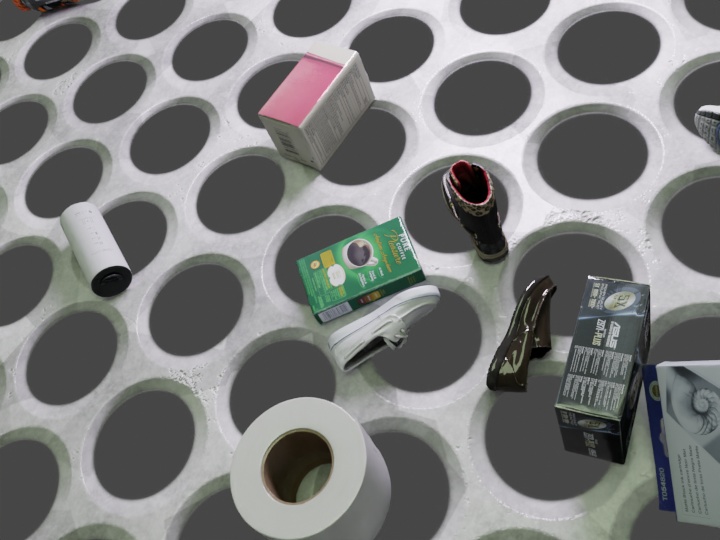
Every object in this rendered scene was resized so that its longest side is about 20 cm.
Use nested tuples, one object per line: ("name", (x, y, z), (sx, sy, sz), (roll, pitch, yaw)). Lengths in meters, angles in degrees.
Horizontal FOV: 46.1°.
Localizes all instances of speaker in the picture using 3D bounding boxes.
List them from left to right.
("speaker", (-0.505, -0.041, 1.614), (0.081, 0.081, 0.200), (-35, 54, -5))

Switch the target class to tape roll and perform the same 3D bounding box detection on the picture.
("tape roll", (-0.068, 0.301, 1.207), (0.202, 0.139, 0.204), (-9, 56, 13))

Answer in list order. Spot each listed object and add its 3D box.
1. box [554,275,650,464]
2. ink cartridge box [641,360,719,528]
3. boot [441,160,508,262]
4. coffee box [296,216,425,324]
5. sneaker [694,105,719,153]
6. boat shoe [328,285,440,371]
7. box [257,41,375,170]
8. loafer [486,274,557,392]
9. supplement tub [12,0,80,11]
("box", (0.336, 0.137, 1.157), (0.086, 0.164, 0.201), (9, 61, 24))
("ink cartridge box", (0.420, 0.210, 1.036), (0.040, 0.200, 0.201), (-4, 84, -29))
("boot", (0.177, -0.126, 1.389), (0.073, 0.151, 0.201), (-22, 54, 4))
("coffee box", (0.000, 0.000, 1.435), (0.199, 0.044, 0.123), (-24, 54, 3))
("sneaker", (0.638, -0.225, 1.354), (0.199, 0.075, 0.087), (23, 56, 23))
("boat shoe", (0.046, 0.096, 1.349), (0.199, 0.074, 0.066), (-32, 58, 10))
("box", (-0.081, -0.315, 1.614), (0.109, 0.128, 0.200), (23, 67, 30))
("loafer", (0.257, 0.101, 1.274), (0.071, 0.073, 0.201), (22, 72, 19))
("supplement tub", (-0.770, -0.723, 2.119), (0.199, 0.123, 0.123), (-11, 55, 12))
